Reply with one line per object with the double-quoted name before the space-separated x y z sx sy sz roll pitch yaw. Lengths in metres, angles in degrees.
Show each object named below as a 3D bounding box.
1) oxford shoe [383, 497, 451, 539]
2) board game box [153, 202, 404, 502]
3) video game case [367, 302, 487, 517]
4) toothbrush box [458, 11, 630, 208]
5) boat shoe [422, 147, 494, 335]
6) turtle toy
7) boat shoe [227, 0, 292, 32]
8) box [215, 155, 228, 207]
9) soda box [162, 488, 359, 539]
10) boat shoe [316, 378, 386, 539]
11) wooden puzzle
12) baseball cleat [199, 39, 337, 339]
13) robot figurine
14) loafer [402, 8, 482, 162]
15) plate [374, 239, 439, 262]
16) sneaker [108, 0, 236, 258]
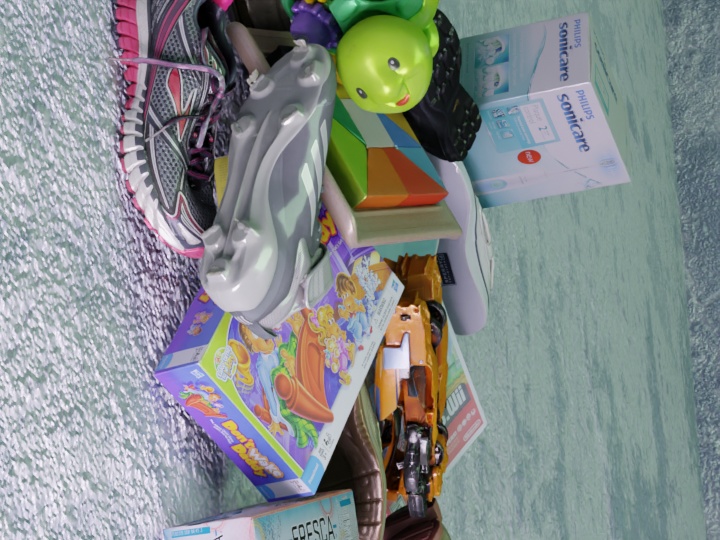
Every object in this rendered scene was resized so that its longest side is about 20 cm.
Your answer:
"oxford shoe" 0.050 0.243 1.415 0.075 0.070 0.200 65 13 -5
"board game box" -0.052 0.041 1.238 0.135 0.045 0.201 51 44 -28
"video game case" 0.039 0.111 1.512 0.143 0.017 0.201 -47 135 -28
"toothbrush box" 0.127 -0.134 1.562 0.147 0.198 0.086 58 28 -50
"boat shoe" 0.083 -0.038 1.572 0.066 0.071 0.201 -65 143 -49
"turtle toy" 0.001 -0.198 1.244 0.101 0.146 0.201 2 56 -50
"boat shoe" -0.070 -0.184 1.396 0.066 0.071 0.202 -49 128 -53
"box" -0.066 0.014 1.321 0.075 0.050 0.202 13 69 -69
"soda box" -0.062 0.192 1.207 0.200 0.068 0.064 7 73 -72
"boat shoe" -0.014 0.137 1.376 0.065 0.071 0.202 -7 88 -77
"wooden puzzle" -0.003 -0.104 1.312 0.186 0.037 0.200 60 23 13
"baseball cleat" -0.050 -0.051 1.187 0.106 0.069 0.201 46 57 -45
"robot figurine" 0.041 0.096 1.425 0.145 0.058 0.202 -66 157 -64
"loafer" 0.044 -0.149 1.389 0.068 0.070 0.201 -64 158 -17
"plate" 0.000 0.000 1.445 0.200 0.025 0.201 -40 144 -37
"sneaker" -0.119 -0.109 1.189 0.081 0.074 0.202 15 66 -70
